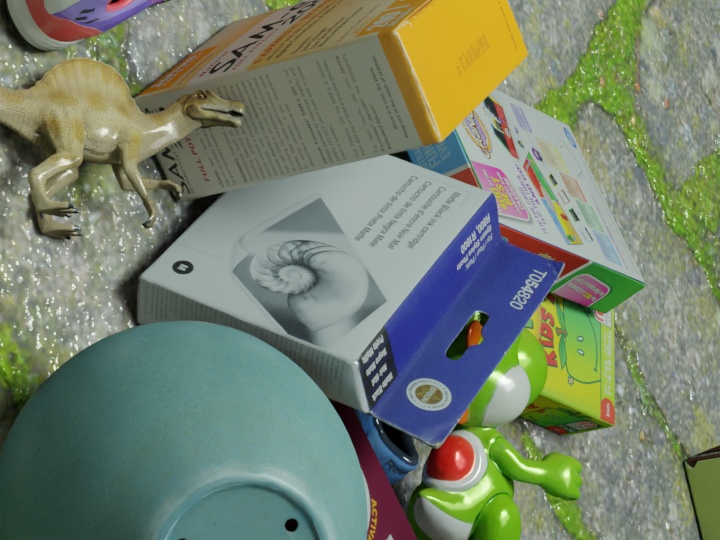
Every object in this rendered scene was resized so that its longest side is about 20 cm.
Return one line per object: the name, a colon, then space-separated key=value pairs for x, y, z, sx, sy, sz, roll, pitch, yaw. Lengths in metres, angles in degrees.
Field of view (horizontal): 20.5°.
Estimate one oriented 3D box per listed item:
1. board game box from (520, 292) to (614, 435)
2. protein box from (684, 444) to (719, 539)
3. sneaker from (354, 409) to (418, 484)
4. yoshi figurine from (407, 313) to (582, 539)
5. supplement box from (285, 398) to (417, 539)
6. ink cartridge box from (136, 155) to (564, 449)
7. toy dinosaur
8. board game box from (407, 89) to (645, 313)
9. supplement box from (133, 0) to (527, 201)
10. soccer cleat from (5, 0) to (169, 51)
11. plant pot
board game box: x=0.109 y=0.043 z=1.424 sx=0.200 sy=0.047 sz=0.102 roll=25 pitch=60 yaw=-46
protein box: x=0.394 y=0.223 z=1.659 sx=0.200 sy=0.135 sz=0.200 roll=-12 pitch=88 yaw=-53
sneaker: x=0.006 y=0.038 z=1.271 sx=0.066 sy=0.078 sz=0.201 roll=11 pitch=69 yaw=-48
yoshi figurine: x=0.082 y=0.115 z=1.290 sx=0.112 sy=0.112 sz=0.201 roll=9 pitch=90 yaw=-13
supplement box: x=-0.033 y=0.169 z=1.172 sx=0.110 sy=0.085 sz=0.201 roll=-44 pitch=114 yaw=-49
ink cartridge box: x=0.000 y=0.000 z=1.192 sx=0.200 sy=0.199 sz=0.041 roll=-51 pitch=156 yaw=-47
toy dinosaur: x=-0.165 y=-0.074 z=1.112 sx=0.199 sy=0.058 sz=0.102 roll=7 pitch=72 yaw=-26
board game box: x=0.109 y=-0.061 z=1.413 sx=0.200 sy=0.040 sz=0.154 roll=20 pitch=41 yaw=-49
supplement box: x=-0.019 y=-0.115 z=1.185 sx=0.126 sy=0.199 sz=0.074 roll=-47 pitch=119 yaw=-49
soccer cleat: x=-0.125 y=-0.188 z=1.178 sx=0.200 sy=0.073 sz=0.068 roll=-42 pitch=112 yaw=-49
plant pot: x=-0.079 y=0.134 z=1.010 sx=0.199 sy=0.135 sz=0.201 roll=-2 pitch=97 yaw=-19
